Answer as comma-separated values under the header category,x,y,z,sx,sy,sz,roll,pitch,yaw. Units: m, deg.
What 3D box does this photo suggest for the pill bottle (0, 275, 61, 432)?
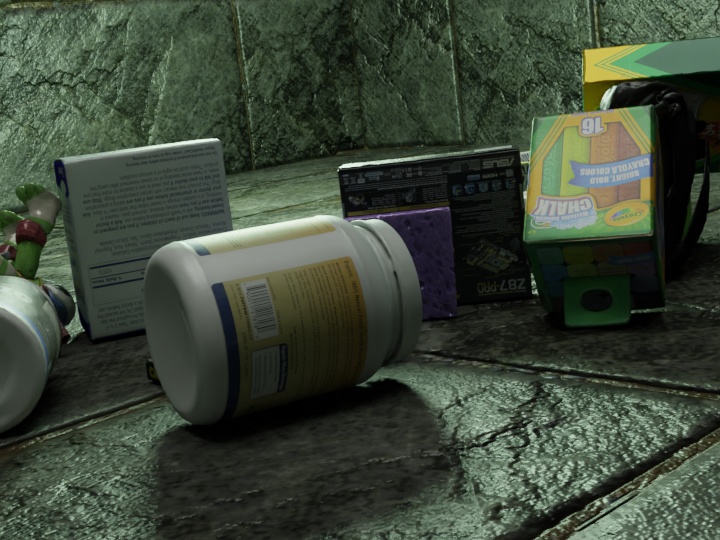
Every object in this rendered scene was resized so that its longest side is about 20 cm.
category,x,y,z,sx,sy,sz,roll,pitch,yaw
pill bottle,-0.327,0.067,1.002,0.112,0.116,0.200,-8,10,-9

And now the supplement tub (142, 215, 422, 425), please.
category,x,y,z,sx,sy,sz,roll,pitch,yaw
supplement tub,-0.063,0.035,0.916,0.198,0.147,0.144,-11,11,-27

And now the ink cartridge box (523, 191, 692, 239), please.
category,x,y,z,sx,sy,sz,roll,pitch,yaw
ink cartridge box,0.298,-0.065,1.419,0.198,0.085,0.145,-13,12,-35

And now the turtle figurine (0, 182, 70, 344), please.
category,x,y,z,sx,sy,sz,roll,pitch,yaw
turtle figurine,-0.398,0.000,1.181,0.197,0.145,0.196,6,52,-1

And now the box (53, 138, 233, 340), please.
category,x,y,z,sx,sy,sz,roll,pitch,yaw
box,-0.244,-0.040,1.299,0.182,0.203,0.105,-10,9,-22

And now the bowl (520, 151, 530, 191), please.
category,x,y,z,sx,sy,sz,roll,pitch,yaw
bowl,0.311,-0.142,1.827,0.198,0.096,0.201,-6,9,1

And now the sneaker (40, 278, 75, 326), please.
category,x,y,z,sx,sy,sz,roll,pitch,yaw
sneaker,-0.419,0.061,1.272,0.197,0.077,0.077,-9,27,5

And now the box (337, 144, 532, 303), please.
category,x,y,z,sx,sy,sz,roll,pitch,yaw
box,0.082,-0.044,1.221,0.197,0.164,0.049,-7,9,7

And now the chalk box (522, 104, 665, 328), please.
category,x,y,z,sx,sy,sz,roll,pitch,yaw
chalk box,0.229,-0.040,1.088,0.123,0.124,0.202,-4,54,18

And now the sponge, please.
category,x,y,z,sx,sy,sz,roll,pitch,yaw
sponge,0.000,0.000,1.169,0.197,0.113,0.030,-6,8,4

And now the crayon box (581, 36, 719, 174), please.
category,x,y,z,sx,sy,sz,roll,pitch,yaw
crayon box,0.356,-0.190,1.363,0.170,0.059,0.201,-4,-31,11

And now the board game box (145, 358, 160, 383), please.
category,x,y,z,sx,sy,sz,roll,pitch,yaw
board game box,-0.090,0.077,1.058,0.198,0.024,0.104,-14,14,-35

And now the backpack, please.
category,x,y,z,sx,sy,sz,roll,pitch,yaw
backpack,0.310,-0.092,1.252,0.125,0.203,0.166,3,-8,35
